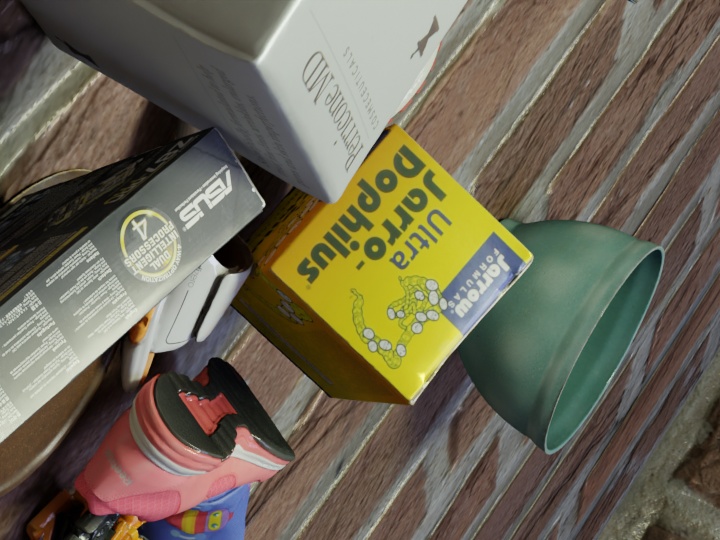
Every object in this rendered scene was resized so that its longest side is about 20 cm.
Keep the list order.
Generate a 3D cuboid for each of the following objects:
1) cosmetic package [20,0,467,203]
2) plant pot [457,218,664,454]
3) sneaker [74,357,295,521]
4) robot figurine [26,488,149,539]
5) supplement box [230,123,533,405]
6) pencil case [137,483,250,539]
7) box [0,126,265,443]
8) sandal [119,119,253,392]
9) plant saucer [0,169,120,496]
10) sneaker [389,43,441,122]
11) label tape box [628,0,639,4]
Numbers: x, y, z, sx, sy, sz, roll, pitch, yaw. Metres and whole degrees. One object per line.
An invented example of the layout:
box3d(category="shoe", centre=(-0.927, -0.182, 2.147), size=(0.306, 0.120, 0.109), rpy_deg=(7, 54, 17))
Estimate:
box3d(category="cosmetic package", centre=(-0.039, -0.170, 0.905), size=(0.201, 0.164, 0.165), rpy_deg=(-58, 162, -9))
box3d(category="plant pot", centre=(0.154, 0.037, 1.852), size=(0.201, 0.134, 0.201), rpy_deg=(-52, 161, -25))
box3d(category="sneaker", centre=(-0.105, 0.103, 1.238), size=(0.087, 0.074, 0.200), rpy_deg=(-39, 166, 11))
box3d(category="robot figurine", centre=(-0.192, 0.211, 1.260), size=(0.201, 0.058, 0.145), rpy_deg=(-55, 163, -16))
box3d(category="supplement box", centre=(0.000, 0.000, 1.240), size=(0.109, 0.109, 0.200), rpy_deg=(-49, -171, -11))
box3d(category="pencil case", centre=(-0.110, 0.166, 1.396), size=(0.077, 0.087, 0.201), rpy_deg=(-8, 140, -14))
box3d(category="box", centre=(-0.156, 0.022, 0.917), size=(0.161, 0.049, 0.200), rpy_deg=(-18, -160, 48))
box3d(category="sandal", centre=(-0.082, -0.019, 1.159), size=(0.079, 0.059, 0.208), rpy_deg=(-101, -152, -61))
box3d(category="plant saucer", centre=(-0.172, 0.045, 1.098), size=(0.201, 0.032, 0.201), rpy_deg=(-53, 163, -25))
box3d(category="sneaker", centre=(0.010, -0.174, 1.219), size=(0.082, 0.077, 0.201), rpy_deg=(6, 103, -68))
box3d(category="label tape box", centre=(0.146, -0.284, 1.298), size=(0.201, 0.144, 0.063), rpy_deg=(-63, 161, 7))
